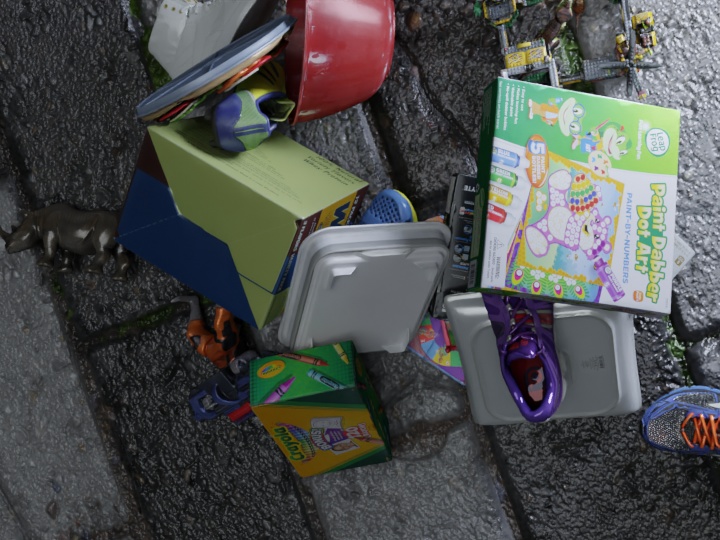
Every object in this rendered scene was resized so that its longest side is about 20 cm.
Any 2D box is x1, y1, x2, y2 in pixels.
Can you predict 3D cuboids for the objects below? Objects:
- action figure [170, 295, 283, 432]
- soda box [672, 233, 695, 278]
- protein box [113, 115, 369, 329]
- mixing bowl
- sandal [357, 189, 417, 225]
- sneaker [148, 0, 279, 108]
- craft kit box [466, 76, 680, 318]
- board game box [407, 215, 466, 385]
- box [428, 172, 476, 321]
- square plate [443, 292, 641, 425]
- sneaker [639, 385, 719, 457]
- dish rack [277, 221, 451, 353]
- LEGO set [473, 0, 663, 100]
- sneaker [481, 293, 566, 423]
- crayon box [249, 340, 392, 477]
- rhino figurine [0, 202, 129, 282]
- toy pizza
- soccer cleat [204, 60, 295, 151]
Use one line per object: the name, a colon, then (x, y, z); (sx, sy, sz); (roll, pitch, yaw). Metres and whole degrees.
action figure: (-0.139, 0.099, 1.070); (0.198, 0.104, 0.197); (-22, 95, 40)
soda box: (0.246, -0.062, 0.911); (0.199, 0.064, 0.068); (42, 94, -3)
protein box: (-0.127, -0.067, 0.986); (0.196, 0.200, 0.137); (30, 113, 11)
mixing bowl: (-0.023, -0.261, 0.970); (0.106, 0.200, 0.205); (1, 97, -10)
sandal: (0.000, 0.000, 1.019); (0.079, 0.086, 0.203); (30, 101, 39)
sneaker: (-0.180, -0.308, 1.043); (0.116, 0.074, 0.200); (46, 114, 6)
craft kit box: (0.207, -0.067, 0.843); (0.193, 0.048, 0.205); (7, 82, -14)
board game box: (0.108, 0.040, 1.024); (0.198, 0.039, 0.160); (33, 103, 11)
box: (0.185, -0.012, 0.972); (0.195, 0.046, 0.163); (9, 97, -1)
square plate: (0.202, 0.099, 0.959); (0.194, 0.029, 0.203); (-6, 128, 16)
sneaker: (0.401, 0.167, 0.938); (0.195, 0.078, 0.077); (-4, 94, 15)
dish rack: (0.006, 0.033, 0.937); (0.168, 0.044, 0.202); (-4, 140, -19)
LEGO set: (0.215, -0.253, 0.926); (0.195, 0.116, 0.158); (-1, 95, 15)
sneaker: (0.162, 0.051, 0.867); (0.079, 0.083, 0.204); (-17, 91, 16)
crayon box: (-0.041, 0.162, 0.995); (0.116, 0.201, 0.059); (-12, 54, 8)
rhino figurine: (-0.385, -0.043, 1.140); (0.195, 0.060, 0.090); (8, 78, 15)
toy pizza: (-0.148, -0.207, 0.925); (0.197, 0.201, 0.032); (-25, 111, 16)
soccer cleat: (-0.104, -0.180, 0.960); (0.082, 0.201, 0.066); (-2, 118, 13)
